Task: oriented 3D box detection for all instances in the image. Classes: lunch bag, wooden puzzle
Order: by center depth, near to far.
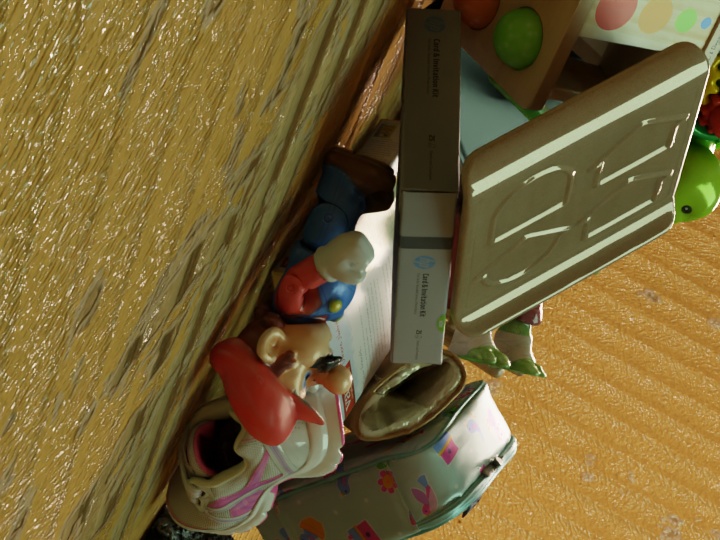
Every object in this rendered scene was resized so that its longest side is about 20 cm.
[{"bbox_3d":[0.135,-0.058,1.456,0.185,0.046,0.200,-29,152,-15],"label":"wooden puzzle"},{"bbox_3d":[0.025,0.164,1.751,0.200,0.077,0.160,-23,-174,30],"label":"lunch bag"}]

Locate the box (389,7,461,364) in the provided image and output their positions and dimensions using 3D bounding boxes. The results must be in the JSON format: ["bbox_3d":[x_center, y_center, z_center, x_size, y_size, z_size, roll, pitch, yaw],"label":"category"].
[{"bbox_3d":[0.044,-0.054,1.502,0.200,0.041,0.156,94,-1,-54],"label":"box"}]

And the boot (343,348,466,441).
[{"bbox_3d":[-0.019,0.108,1.739,0.175,0.066,0.200,-40,-167,-8],"label":"boot"}]

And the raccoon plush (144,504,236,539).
[{"bbox_3d":[-0.098,0.230,1.758,0.200,0.134,0.097,-57,173,-38],"label":"raccoon plush"}]

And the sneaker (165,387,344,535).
[{"bbox_3d":[-0.096,0.132,1.587,0.200,0.088,0.081,-41,-129,47],"label":"sneaker"}]

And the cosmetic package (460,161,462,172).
[{"bbox_3d":[0.112,-0.145,1.823,0.200,0.113,0.081,-62,-176,11],"label":"cosmetic package"}]

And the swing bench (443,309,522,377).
[{"bbox_3d":[0.108,-0.030,2.126,0.199,0.200,0.130,-61,165,5],"label":"swing bench"}]

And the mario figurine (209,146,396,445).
[{"bbox_3d":[-0.019,0.027,1.480,0.123,0.106,0.200,33,77,-49],"label":"mario figurine"}]

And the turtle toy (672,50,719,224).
[{"bbox_3d":[0.243,-0.132,1.594,0.101,0.146,0.200,-29,127,-54],"label":"turtle toy"}]

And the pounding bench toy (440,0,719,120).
[{"bbox_3d":[0.136,-0.154,1.503,0.156,0.124,0.200,4,122,-37],"label":"pounding bench toy"}]

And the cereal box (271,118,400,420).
[{"bbox_3d":[0.000,0.000,1.649,0.200,0.040,0.144,-55,146,-44],"label":"cereal box"}]

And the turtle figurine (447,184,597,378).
[{"bbox_3d":[0.151,-0.014,1.726,0.144,0.200,0.194,72,30,-87],"label":"turtle figurine"}]

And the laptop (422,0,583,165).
[{"bbox_3d":[0.117,-0.195,1.627,0.187,0.116,0.200,66,20,-45],"label":"laptop"}]

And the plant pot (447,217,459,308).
[{"bbox_3d":[0.106,-0.056,1.968,0.200,0.176,0.200,-61,175,8],"label":"plant pot"}]
